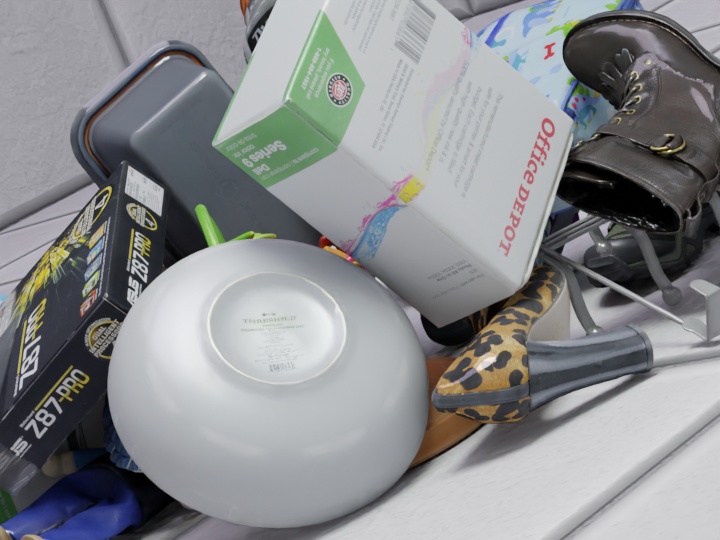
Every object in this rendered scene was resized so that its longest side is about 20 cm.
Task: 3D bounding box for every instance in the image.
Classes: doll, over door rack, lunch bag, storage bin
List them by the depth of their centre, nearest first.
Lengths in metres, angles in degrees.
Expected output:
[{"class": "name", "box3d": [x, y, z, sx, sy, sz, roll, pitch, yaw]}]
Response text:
[{"class": "over door rack", "box3d": [0.214, -0.003, 1.665, 0.147, 0.067, 0.199, -27, 24, -28]}, {"class": "doll", "box3d": [-0.165, 0.147, 1.714, 0.136, 0.049, 0.199, 12, 28, 38]}, {"class": "storage bin", "box3d": [-0.095, -0.069, 1.877, 0.145, 0.200, 0.134, -42, 14, -9]}, {"class": "lunch bag", "box3d": [0.127, -0.119, 1.895, 0.160, 0.083, 0.201, -11, 35, 42]}]

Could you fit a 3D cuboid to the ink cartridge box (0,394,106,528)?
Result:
[{"class": "ink cartridge box", "box3d": [-0.244, 0.144, 1.827, 0.199, 0.085, 0.145, -29, 11, -38]}]

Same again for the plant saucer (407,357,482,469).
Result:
[{"class": "plant saucer", "box3d": [-0.004, 0.103, 1.661, 0.199, 0.033, 0.200, -21, 9, 4]}]

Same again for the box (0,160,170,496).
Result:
[{"class": "box", "box3d": [-0.194, 0.035, 1.730, 0.161, 0.049, 0.200, -49, 20, 22]}]

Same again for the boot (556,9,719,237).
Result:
[{"class": "boot", "box3d": [0.177, -0.097, 1.707, 0.199, 0.070, 0.174, 23, 41, 33]}]

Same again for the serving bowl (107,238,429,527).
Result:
[{"class": "serving bowl", "box3d": [-0.053, 0.054, 1.549, 0.199, 0.200, 0.066, -27, -29, -26]}]

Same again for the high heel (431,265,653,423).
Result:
[{"class": "high heel", "box3d": [0.072, 0.046, 1.603, 0.142, 0.072, 0.200, -13, 14, -24]}]

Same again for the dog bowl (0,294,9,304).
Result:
[{"class": "dog bowl", "box3d": [-0.242, 0.072, 1.970, 0.199, 0.050, 0.111, 20, -35, -29]}]

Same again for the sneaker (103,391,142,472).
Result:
[{"class": "sneaker", "box3d": [-0.129, 0.074, 1.741, 0.085, 0.078, 0.200, 9, 24, -16]}]

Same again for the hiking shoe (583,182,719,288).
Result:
[{"class": "hiking shoe", "box3d": [0.208, -0.057, 1.832, 0.075, 0.101, 0.200, -15, 12, 40]}]

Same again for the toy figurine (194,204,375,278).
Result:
[{"class": "toy figurine", "box3d": [0.000, 0.000, 1.731, 0.183, 0.151, 0.200, -21, -8, -4]}]

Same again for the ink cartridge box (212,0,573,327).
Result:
[{"class": "ink cartridge box", "box3d": [0.025, -0.084, 1.600, 0.087, 0.200, 0.146, -28, 33, 47]}]

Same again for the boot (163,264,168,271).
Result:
[{"class": "boot", "box3d": [-0.172, 0.047, 1.914, 0.075, 0.108, 0.199, -35, -25, 33]}]

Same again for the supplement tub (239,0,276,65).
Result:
[{"class": "supplement tub", "box3d": [-0.008, -0.130, 1.826, 0.122, 0.201, 0.123, -19, -31, -12]}]

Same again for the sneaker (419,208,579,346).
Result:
[{"class": "sneaker", "box3d": [0.115, -0.001, 1.915, 0.074, 0.088, 0.200, 14, 52, 32]}]
